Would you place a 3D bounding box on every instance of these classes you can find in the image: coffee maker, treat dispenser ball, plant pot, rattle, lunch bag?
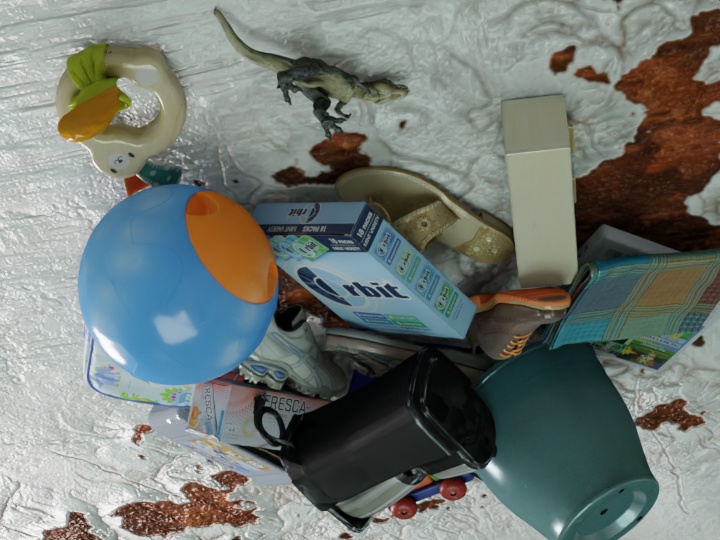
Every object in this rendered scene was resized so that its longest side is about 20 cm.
[{"bbox_3d":[0.018,0.177,1.471,0.192,0.135,0.200,26,134,-36],"label":"coffee maker"},{"bbox_3d":[-0.182,0.014,1.353,0.200,0.202,0.201,1,140,1],"label":"treat dispenser ball"},{"bbox_3d":[0.232,0.209,1.524,0.199,0.188,0.201,-22,143,-18],"label":"plant pot"},{"bbox_3d":[-0.224,-0.106,1.296,0.129,0.143,0.201,-10,135,-15],"label":"rattle"},{"bbox_3d":[-0.235,0.069,1.537,0.160,0.083,0.200,8,139,-9],"label":"lunch bag"}]

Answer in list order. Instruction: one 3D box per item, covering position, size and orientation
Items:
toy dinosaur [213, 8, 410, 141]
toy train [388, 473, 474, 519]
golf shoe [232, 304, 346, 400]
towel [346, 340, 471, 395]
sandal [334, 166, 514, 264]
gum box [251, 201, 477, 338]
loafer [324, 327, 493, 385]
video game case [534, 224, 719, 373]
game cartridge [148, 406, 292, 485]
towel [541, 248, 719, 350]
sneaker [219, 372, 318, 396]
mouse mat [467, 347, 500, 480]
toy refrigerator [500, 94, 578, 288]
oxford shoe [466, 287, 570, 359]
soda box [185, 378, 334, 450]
[{"bbox_3d":[-0.047,-0.174,1.245,0.199,0.088,0.048,20,126,-22],"label":"toy dinosaur"},{"bbox_3d":[0.030,0.246,1.674,0.199,0.085,0.116,-24,127,20],"label":"toy train"},{"bbox_3d":[-0.070,0.092,1.568,0.078,0.098,0.200,19,179,34],"label":"golf shoe"},{"bbox_3d":[0.050,0.155,1.662,0.147,0.050,0.200,3,139,-13],"label":"towel"},{"bbox_3d":[0.072,-0.040,1.412,0.211,0.070,0.078,21,136,-21],"label":"sandal"},{"bbox_3d":[0.000,0.000,1.426,0.169,0.045,0.200,2,150,47],"label":"gum box"},{"bbox_3d":[0.053,0.111,1.537,0.199,0.063,0.072,12,175,-9],"label":"loafer"},{"bbox_3d":[0.309,0.037,1.534,0.199,0.022,0.182,17,137,-19],"label":"video game case"},{"bbox_3d":[-0.165,0.218,1.701,0.199,0.042,0.133,29,154,-19],"label":"game cartridge"},{"bbox_3d":[0.307,0.030,1.452,0.199,0.022,0.147,-4,144,-20],"label":"towel"},{"bbox_3d":[-0.108,0.173,1.682,0.086,0.074,0.200,-2,147,39],"label":"sneaker"},{"bbox_3d":[0.172,0.176,1.636,0.200,0.008,0.161,35,90,-31],"label":"mouse mat"},{"bbox_3d":[0.185,-0.076,1.363,0.070,0.076,0.201,-6,138,8],"label":"toy refrigerator"},{"bbox_3d":[0.170,0.058,1.453,0.071,0.073,0.200,-4,177,-18],"label":"oxford shoe"},{"bbox_3d":[-0.105,0.171,1.570,0.063,0.069,0.199,9,175,44],"label":"soda box"}]
